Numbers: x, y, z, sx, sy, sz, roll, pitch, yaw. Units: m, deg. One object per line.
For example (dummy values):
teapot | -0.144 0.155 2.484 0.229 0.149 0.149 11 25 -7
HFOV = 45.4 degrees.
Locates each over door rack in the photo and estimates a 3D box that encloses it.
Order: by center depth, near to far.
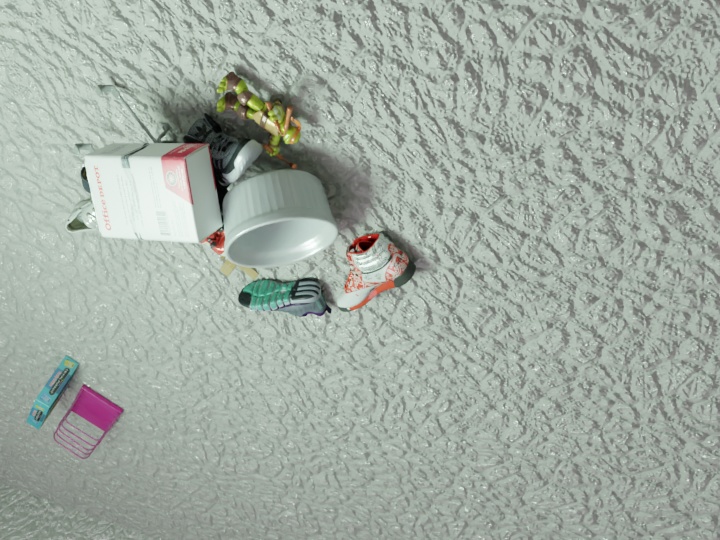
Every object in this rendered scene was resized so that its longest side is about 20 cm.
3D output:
over door rack | -0.403 -0.215 1.527 0.200 0.066 0.149 42 123 11

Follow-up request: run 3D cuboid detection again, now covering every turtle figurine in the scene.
turtle figurine | -0.152 -0.251 1.374 0.160 0.065 0.200 34 165 5

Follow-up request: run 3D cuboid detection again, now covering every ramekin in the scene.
ramekin | -0.142 -0.089 1.466 0.197 0.099 0.201 -12 161 -4

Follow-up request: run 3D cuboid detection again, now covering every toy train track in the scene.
toy train track | -0.222 -0.054 1.683 0.114 0.033 0.200 40 136 -5

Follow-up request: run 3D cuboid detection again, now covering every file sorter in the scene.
file sorter | -0.816 0.458 2.552 0.138 0.126 0.200 34 142 -9

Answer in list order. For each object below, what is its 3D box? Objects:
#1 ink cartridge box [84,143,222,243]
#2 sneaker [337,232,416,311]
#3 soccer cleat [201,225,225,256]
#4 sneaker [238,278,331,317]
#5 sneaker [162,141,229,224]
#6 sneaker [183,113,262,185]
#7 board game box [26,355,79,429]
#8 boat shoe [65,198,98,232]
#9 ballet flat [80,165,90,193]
ink cartridge box | -0.343 -0.131 1.428 0.196 0.084 0.147 4 115 21
sneaker | 0.001 -0.001 1.576 0.108 0.068 0.200 44 136 -19
soccer cleat | -0.252 -0.060 1.601 0.085 0.069 0.200 34 180 -26
sneaker | -0.157 0.070 1.750 0.197 0.075 0.088 -1 139 31
sneaker | -0.308 -0.158 1.549 0.197 0.105 0.060 21 143 8
sneaker | -0.236 -0.207 1.439 0.114 0.076 0.200 44 165 -13
board game box | -0.874 0.349 2.441 0.047 0.152 0.200 32 143 -10
boat shoe | -0.540 -0.114 1.771 0.198 0.070 0.071 -17 124 42
ballet flat | -0.462 -0.169 1.663 0.197 0.074 0.074 13 141 22
